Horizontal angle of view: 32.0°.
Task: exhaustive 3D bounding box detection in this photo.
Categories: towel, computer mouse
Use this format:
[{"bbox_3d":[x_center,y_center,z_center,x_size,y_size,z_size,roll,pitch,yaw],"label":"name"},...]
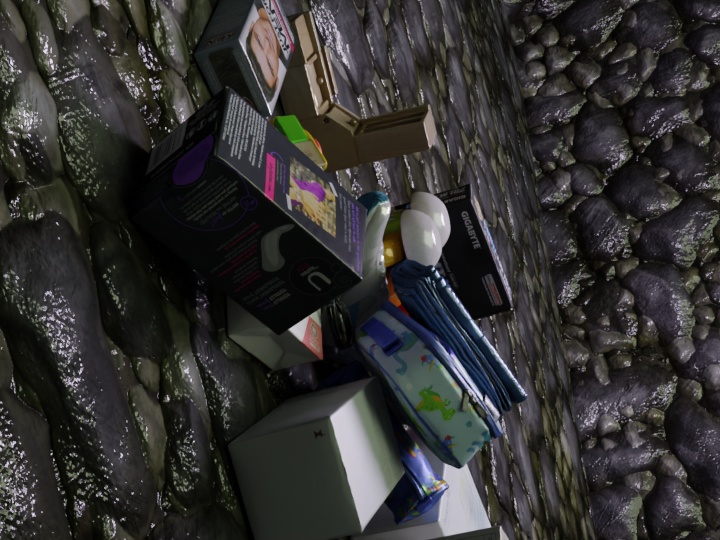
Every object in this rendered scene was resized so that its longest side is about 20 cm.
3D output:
[{"bbox_3d":[0.108,0.079,1.459,0.201,0.048,0.112,53,-9,-14],"label":"towel"},{"bbox_3d":[-0.040,-0.010,1.405,0.058,0.034,0.204,-16,98,-65],"label":"computer mouse"}]

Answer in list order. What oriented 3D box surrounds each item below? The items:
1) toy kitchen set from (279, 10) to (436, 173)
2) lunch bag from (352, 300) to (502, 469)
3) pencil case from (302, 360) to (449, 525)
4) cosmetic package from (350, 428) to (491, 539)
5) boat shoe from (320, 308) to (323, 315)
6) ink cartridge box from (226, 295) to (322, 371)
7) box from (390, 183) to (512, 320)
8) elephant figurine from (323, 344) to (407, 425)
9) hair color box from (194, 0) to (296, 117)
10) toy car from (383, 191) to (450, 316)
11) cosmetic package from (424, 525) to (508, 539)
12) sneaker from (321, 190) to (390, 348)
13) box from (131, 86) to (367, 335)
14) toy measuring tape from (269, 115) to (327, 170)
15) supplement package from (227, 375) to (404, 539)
[{"bbox_3d":[-0.004,-0.261,1.692,0.164,0.177,0.203,-65,142,-67],"label":"toy kitchen set"},{"bbox_3d":[0.068,0.123,1.407,0.162,0.082,0.200,53,-6,-18],"label":"lunch bag"},{"bbox_3d":[0.019,0.199,1.464,0.201,0.078,0.087,54,-3,6],"label":"pencil case"},{"bbox_3d":[0.085,0.339,1.606,0.200,0.121,0.202,-75,146,-59],"label":"cosmetic package"},{"bbox_3d":[-0.062,0.000,1.481,0.063,0.072,0.202,54,22,-44],"label":"boat shoe"},{"bbox_3d":[-0.097,-0.007,1.377,0.117,0.066,0.203,48,33,-58],"label":"ink cartridge box"},{"bbox_3d":[0.097,-0.006,1.789,0.050,0.195,0.202,-82,153,-53],"label":"box"},{"bbox_3d":[0.049,0.129,1.603,0.142,0.196,0.158,-63,157,-59],"label":"elephant figurine"},{"bbox_3d":[-0.132,-0.264,1.481,0.201,0.060,0.100,-79,151,-54],"label":"hair color box"},{"bbox_3d":[0.033,-0.004,1.616,0.200,0.172,0.152,-59,134,-68],"label":"toy car"},{"bbox_3d":[0.078,0.367,1.420,0.105,0.197,0.073,-87,155,-43],"label":"cosmetic package"},{"bbox_3d":[0.000,0.000,1.483,0.077,0.080,0.202,-99,-152,-62],"label":"sneaker"},{"bbox_3d":[-0.102,-0.054,1.202,0.200,0.121,0.107,41,33,-29],"label":"box"},{"bbox_3d":[-0.066,-0.107,1.505,0.201,0.073,0.074,60,6,32],"label":"toy measuring tape"},{"bbox_3d":[-0.041,0.197,1.306,0.200,0.115,0.119,-25,100,-74],"label":"supplement package"}]
